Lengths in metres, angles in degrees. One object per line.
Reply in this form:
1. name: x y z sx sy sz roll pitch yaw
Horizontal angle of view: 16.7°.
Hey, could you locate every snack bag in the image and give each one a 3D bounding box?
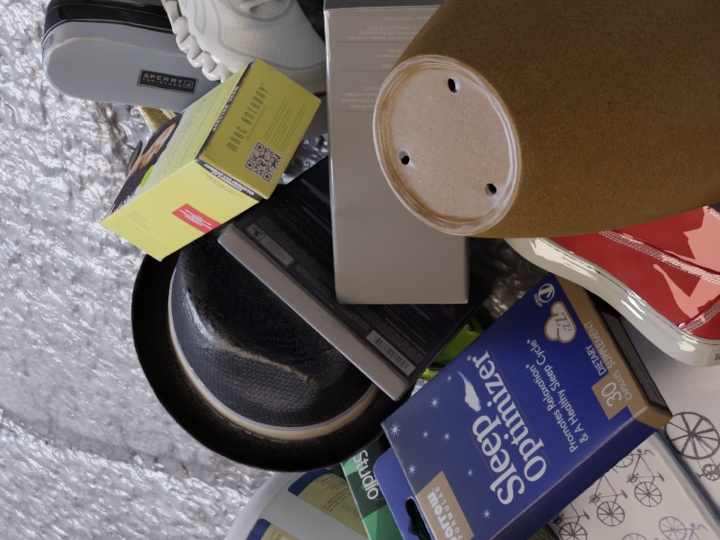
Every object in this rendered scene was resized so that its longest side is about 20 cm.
1. snack bag: 0.190 0.113 1.519 0.199 0.021 0.189 -30 107 30

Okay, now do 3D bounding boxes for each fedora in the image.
1. fedora: -0.057 0.028 1.563 0.200 0.201 0.092 35 170 12

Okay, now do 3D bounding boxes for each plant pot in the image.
1. plant pot: 0.103 -0.093 1.263 0.185 0.200 0.188 17 119 34

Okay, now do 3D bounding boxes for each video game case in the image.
1. video game case: 0.000 0.000 1.520 0.143 0.200 0.019 42 111 3

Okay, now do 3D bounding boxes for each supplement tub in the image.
1. supplement tub: 0.003 0.245 1.795 0.199 0.144 0.145 29 142 21

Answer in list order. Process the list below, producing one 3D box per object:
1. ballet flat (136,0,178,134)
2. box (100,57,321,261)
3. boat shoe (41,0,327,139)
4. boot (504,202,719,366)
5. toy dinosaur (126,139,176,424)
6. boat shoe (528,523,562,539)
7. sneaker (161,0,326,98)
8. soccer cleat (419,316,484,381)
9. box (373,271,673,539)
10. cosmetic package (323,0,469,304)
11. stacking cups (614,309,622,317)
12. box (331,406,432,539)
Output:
1. ballet flat: -0.121 -0.128 1.610 0.071 0.071 0.200 -18 113 51
2. box: -0.094 -0.063 1.474 0.050 0.076 0.200 33 158 -15
3. boat shoe: -0.103 -0.134 1.547 0.198 0.068 0.074 6 136 -11
4. boot: 0.156 -0.056 1.415 0.200 0.072 0.145 35 129 28
5. toy dinosaur: -0.115 0.004 1.716 0.102 0.077 0.202 26 124 54
6. boat shoe: 0.100 0.172 1.597 0.062 0.200 0.075 -36 86 21
7. sneaker: -0.083 -0.178 1.485 0.200 0.075 0.081 47 134 27
8. soccer cleat: 0.007 0.035 1.664 0.199 0.065 0.084 17 163 28
9. box: 0.087 0.102 1.493 0.200 0.032 0.122 -44 51 22
10. cosmetic package: 0.023 -0.088 1.423 0.089 0.107 0.201 -2 125 4
11. stacking cups: 0.113 0.079 1.593 0.060 0.061 0.200 43 143 1
12. box: 0.038 0.164 1.628 0.144 0.036 0.201 43 -161 -55
